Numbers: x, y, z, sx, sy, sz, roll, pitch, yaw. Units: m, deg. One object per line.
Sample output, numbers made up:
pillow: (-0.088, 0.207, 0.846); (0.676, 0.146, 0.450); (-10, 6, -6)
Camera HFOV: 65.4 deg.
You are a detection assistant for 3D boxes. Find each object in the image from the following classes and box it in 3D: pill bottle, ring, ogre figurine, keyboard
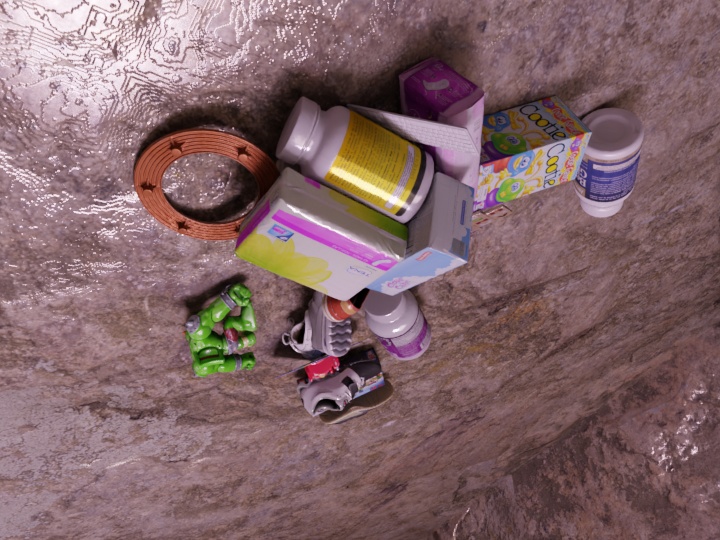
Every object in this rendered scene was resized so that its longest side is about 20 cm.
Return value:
pill bottle: (0.455, -0.191, 1.044); (0.110, 0.112, 0.201); (-27, 144, 1)
ring: (-0.203, -0.105, 0.761); (0.197, 0.019, 0.202); (-5, 141, -4)
ogre figurine: (-0.245, 0.117, 0.988); (0.119, 0.099, 0.201); (-21, 157, -29)
pill bottle: (0.073, 0.099, 1.153); (0.111, 0.113, 0.200); (-29, 144, 3)
keyboard: (0.065, -0.188, 0.745); (0.056, 0.199, 0.011); (34, 82, -53)
pill bottle: (-0.008, -0.150, 0.762); (0.198, 0.113, 0.113); (23, 124, -21)

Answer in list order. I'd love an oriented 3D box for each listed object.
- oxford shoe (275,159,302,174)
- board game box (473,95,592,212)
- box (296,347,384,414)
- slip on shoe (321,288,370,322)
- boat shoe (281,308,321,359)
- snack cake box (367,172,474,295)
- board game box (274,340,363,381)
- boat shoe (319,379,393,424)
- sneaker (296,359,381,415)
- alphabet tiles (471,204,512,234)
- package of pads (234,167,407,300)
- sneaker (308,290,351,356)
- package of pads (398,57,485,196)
oxford shoe: (-0.087, -0.084, 0.855); (0.057, 0.076, 0.201); (-3, 138, 2)
board game box: (0.253, -0.191, 0.920); (0.198, 0.104, 0.105); (-19, 144, -12)
box: (-0.043, 0.271, 1.352); (0.198, 0.038, 0.137); (-23, 144, -7)
slip on shoe: (0.000, 0.000, 0.934); (0.061, 0.201, 0.074); (-16, 125, 40)
boat shoe: (-0.110, 0.123, 1.082); (0.085, 0.076, 0.202); (4, 158, -16)
snack cake box: (0.078, -0.045, 0.828); (0.066, 0.117, 0.200); (18, 158, -22)
board game box: (-0.077, 0.201, 1.161); (0.157, 0.039, 0.199); (-26, 173, 32)
boat shoe: (-0.010, 0.338, 1.436); (0.199, 0.072, 0.066); (-23, 154, -6)
sneaker: (-0.036, 0.267, 1.251); (0.198, 0.089, 0.075); (-20, 138, -12)
alphabet tiles: (0.171, -0.069, 1.004); (0.198, 0.008, 0.167); (-24, 170, 22)
package of pads: (-0.056, -0.039, 0.771); (0.198, 0.069, 0.154); (24, 142, -26)
sneaker: (-0.063, 0.044, 0.963); (0.081, 0.203, 0.074); (-5, 168, 41)
package of pads: (0.118, -0.189, 0.817); (0.075, 0.121, 0.201); (-31, 146, -15)
